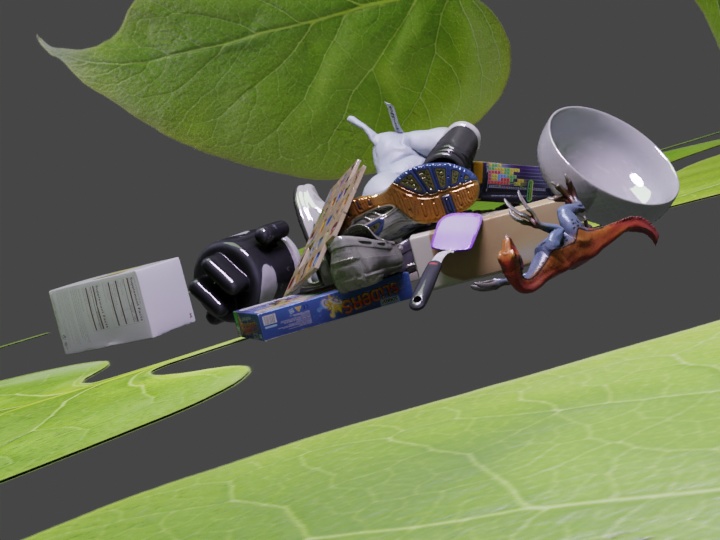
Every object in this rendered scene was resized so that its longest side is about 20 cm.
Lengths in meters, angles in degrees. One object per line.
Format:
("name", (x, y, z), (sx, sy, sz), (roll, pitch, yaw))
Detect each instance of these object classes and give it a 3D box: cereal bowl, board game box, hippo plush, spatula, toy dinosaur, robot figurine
("cereal bowl", (0.317, -0.124, 1.691), (0.199, 0.200, 0.084), (-19, -32, -45))
("board game box", (-0.048, 0.043, 1.589), (0.198, 0.035, 0.135), (-16, 5, -17))
("hippo plush", (0.074, -0.136, 1.950), (0.158, 0.201, 0.162), (-16, 36, 34))
("spatula", (0.092, -0.012, 1.490), (0.056, 0.021, 0.200), (3, 32, 22))
("board game box", (0.204, -0.127, 1.833), (0.163, 0.058, 0.200), (1, 5, -15))
("toy dinosaur", (0.212, -0.031, 1.357), (0.197, 0.106, 0.182), (-1, 29, 16))
("robot figurine", (-0.169, 0.005, 1.891), (0.149, 0.126, 0.199), (-13, 5, 30))

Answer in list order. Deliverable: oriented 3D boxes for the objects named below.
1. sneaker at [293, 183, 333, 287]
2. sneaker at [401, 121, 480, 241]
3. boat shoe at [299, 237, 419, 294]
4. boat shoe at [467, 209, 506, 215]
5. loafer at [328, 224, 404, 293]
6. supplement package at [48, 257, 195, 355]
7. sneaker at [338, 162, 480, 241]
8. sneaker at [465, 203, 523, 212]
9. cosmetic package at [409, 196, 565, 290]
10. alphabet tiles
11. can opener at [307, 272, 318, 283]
("sneaker", (-0.018, -0.051, 1.750), (0.114, 0.202, 0.076), (-22, -34, 2))
("sneaker", (0.090, -0.101, 1.710), (0.201, 0.070, 0.099), (-61, -4, 33))
("boat shoe", (0.000, 0.000, 1.786), (0.198, 0.064, 0.073), (-13, 5, 24))
("boat shoe", (0.190, -0.049, 1.734), (0.197, 0.073, 0.065), (-9, 3, -3))
("loafer", (0.007, -0.022, 1.525), (0.069, 0.071, 0.200), (-15, 3, 12))
("supplement package", (-0.383, 0.058, 2.053), (0.198, 0.111, 0.113), (-12, 5, 33))
("sneaker", (0.061, -0.084, 1.639), (0.198, 0.076, 0.088), (-17, -7, 15))
("sneaker", (0.181, -0.054, 1.844), (0.198, 0.076, 0.081), (-17, 14, -22))
("cosmetic package", (0.165, -0.034, 1.602), (0.197, 0.072, 0.105), (-15, 4, 4))
("alphabet tiles", (-0.041, -0.059, 1.609), (0.007, 0.169, 0.200), (26, -20, -10))
("can opener", (-0.060, 0.001, 1.990), (0.052, 0.067, 0.200), (-38, 11, -3))
